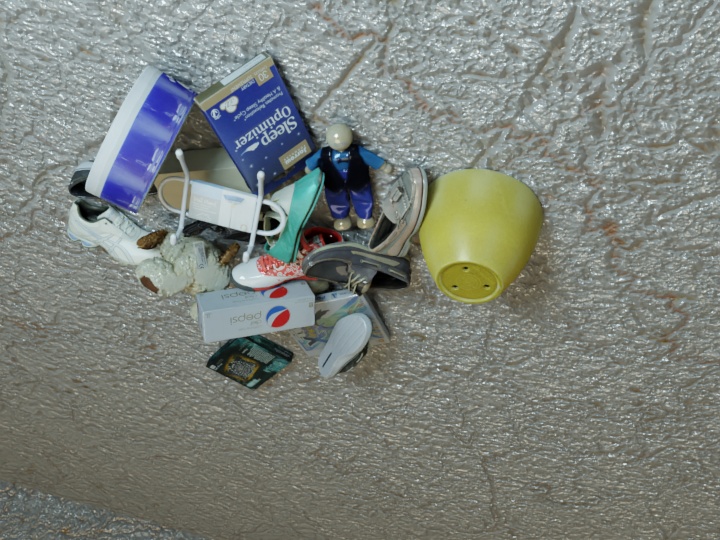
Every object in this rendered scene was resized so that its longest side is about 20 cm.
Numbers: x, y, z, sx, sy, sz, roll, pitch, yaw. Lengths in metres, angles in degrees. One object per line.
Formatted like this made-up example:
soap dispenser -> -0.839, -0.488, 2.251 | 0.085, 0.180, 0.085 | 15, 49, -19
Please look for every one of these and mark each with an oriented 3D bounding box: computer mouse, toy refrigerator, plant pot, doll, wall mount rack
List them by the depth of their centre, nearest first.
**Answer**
wall mount rack -> -0.206, -0.101, 1.056 | 0.199, 0.075, 0.174 | 14, 127, -4
plant pot -> 0.176, -0.036, 1.115 | 0.199, 0.142, 0.201 | 10, 141, 8
doll -> -0.018, -0.148, 1.122 | 0.136, 0.049, 0.200 | -3, 140, 8
toy refrigerator -> -0.232, -0.154, 1.179 | 0.199, 0.070, 0.076 | -3, 133, 21
computer mouse -> -0.187, -0.085, 1.213 | 0.199, 0.046, 0.140 | 4, 166, -35

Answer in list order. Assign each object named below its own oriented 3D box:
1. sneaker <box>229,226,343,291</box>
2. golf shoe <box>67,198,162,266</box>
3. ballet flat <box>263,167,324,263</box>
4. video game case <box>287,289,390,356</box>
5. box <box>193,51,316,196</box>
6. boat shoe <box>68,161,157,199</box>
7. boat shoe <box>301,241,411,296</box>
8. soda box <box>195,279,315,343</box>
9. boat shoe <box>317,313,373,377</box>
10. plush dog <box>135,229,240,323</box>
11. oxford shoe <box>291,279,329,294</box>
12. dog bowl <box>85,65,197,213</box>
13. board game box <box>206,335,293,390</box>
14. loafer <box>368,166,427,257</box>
sneaker -> -0.125, -0.026, 1.257 | 0.200, 0.067, 0.108 | -5, 144, -18
golf shoe -> -0.456, -0.072, 1.359 | 0.199, 0.079, 0.097 | 16, 137, -2
ballet flat -> -0.114, -0.085, 1.135 | 0.070, 0.068, 0.200 | 15, 137, -10
video game case -> -0.053, 0.105, 1.419 | 0.181, 0.022, 0.200 | -11, 145, 13
box -> -0.142, -0.200, 1.056 | 0.032, 0.121, 0.200 | 44, 167, 44
boat shoe -> -0.417, -0.148, 1.252 | 0.199, 0.066, 0.070 | 7, 142, 12
boat shoe -> 0.000, 0.000, 1.226 | 0.199, 0.074, 0.075 | -1, 143, -19
soda box -> -0.183, 0.069, 1.269 | 0.199, 0.068, 0.064 | -9, 119, -19
boat shoe -> -0.018, 0.141, 1.408 | 0.071, 0.072, 0.200 | -9, 153, -35
plush dog -> -0.308, -0.018, 1.317 | 0.200, 0.161, 0.172 | 40, 178, -43
oxford shoe -> -0.148, 0.044, 1.394 | 0.199, 0.071, 0.074 | -18, 136, 37
dog bowl -> -0.315, -0.187, 1.045 | 0.079, 0.201, 0.200 | 27, 141, -17
board game box -> -0.258, 0.208, 1.669 | 0.135, 0.028, 0.200 | 31, 140, -19
loafer -> 0.057, -0.085, 1.145 | 0.062, 0.072, 0.200 | -3, 147, -12
